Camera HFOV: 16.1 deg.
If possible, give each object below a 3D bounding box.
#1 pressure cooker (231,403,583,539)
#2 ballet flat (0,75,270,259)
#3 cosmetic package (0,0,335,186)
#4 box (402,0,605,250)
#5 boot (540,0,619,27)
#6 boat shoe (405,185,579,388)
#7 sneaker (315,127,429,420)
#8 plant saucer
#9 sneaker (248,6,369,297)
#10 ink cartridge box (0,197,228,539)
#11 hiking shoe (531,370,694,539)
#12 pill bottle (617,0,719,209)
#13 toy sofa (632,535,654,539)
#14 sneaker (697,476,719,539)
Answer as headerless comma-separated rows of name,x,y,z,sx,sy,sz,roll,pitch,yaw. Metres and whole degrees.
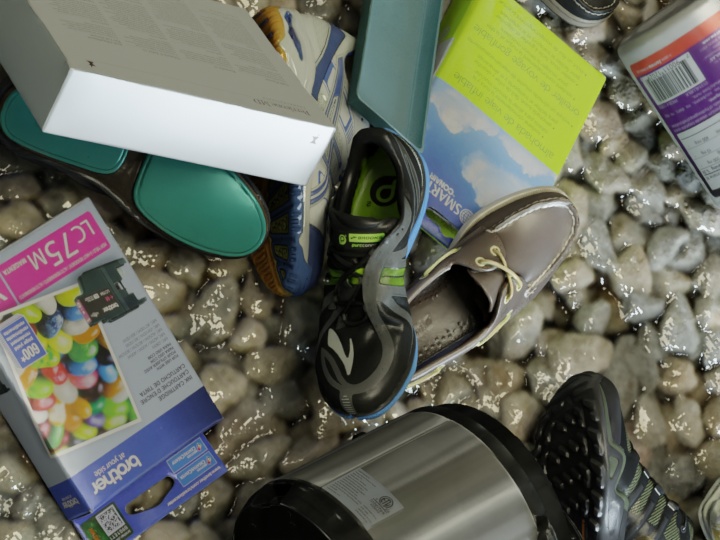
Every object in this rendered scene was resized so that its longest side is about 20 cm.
pressure cooker,0.041,0.182,1.615,0.199,0.178,0.177,-25,87,-34
ballet flat,-0.148,-0.072,1.635,0.199,0.073,0.073,27,63,-18
cosmetic package,-0.133,-0.129,1.610,0.199,0.052,0.151,11,27,-36
box,0.084,-0.093,1.802,0.122,0.048,0.201,37,61,-17
boot,0.165,-0.289,1.848,0.073,0.150,0.201,-18,86,-35
boat shoe,0.073,0.014,1.714,0.200,0.059,0.072,-36,104,-12
sneaker,0.000,0.000,1.648,0.083,0.070,0.201,46,47,-61
plant saucer,0.026,-0.172,1.771,0.070,0.019,0.201,39,43,-33
sneaker,-0.029,-0.079,1.710,0.088,0.075,0.202,8,74,-33
ink cartridge box,-0.168,0.068,1.600,0.119,0.042,0.201,-34,97,-34
hiking shoe,0.182,0.169,1.782,0.100,0.075,0.202,-6,88,-42
pill bottle,0.289,-0.113,1.900,0.111,0.111,0.201,-39,98,-34
toy sofa,0.158,0.238,1.660,0.082,0.200,0.098,27,68,-23
sneaker,0.262,0.224,1.790,0.116,0.073,0.201,57,42,-33
